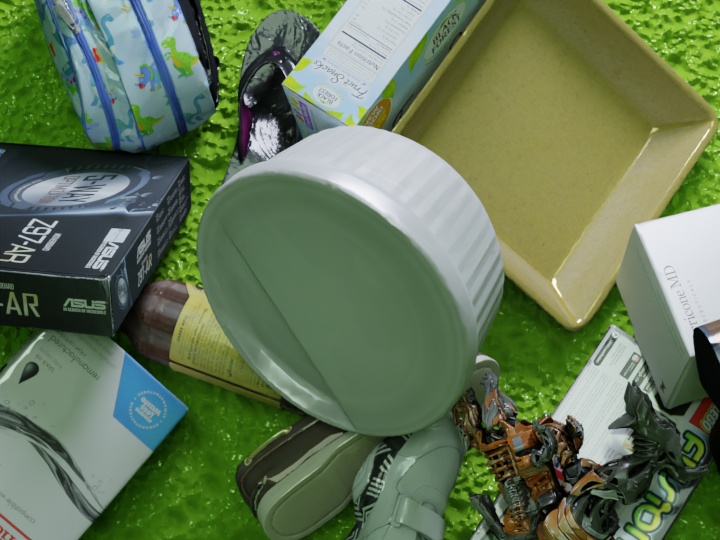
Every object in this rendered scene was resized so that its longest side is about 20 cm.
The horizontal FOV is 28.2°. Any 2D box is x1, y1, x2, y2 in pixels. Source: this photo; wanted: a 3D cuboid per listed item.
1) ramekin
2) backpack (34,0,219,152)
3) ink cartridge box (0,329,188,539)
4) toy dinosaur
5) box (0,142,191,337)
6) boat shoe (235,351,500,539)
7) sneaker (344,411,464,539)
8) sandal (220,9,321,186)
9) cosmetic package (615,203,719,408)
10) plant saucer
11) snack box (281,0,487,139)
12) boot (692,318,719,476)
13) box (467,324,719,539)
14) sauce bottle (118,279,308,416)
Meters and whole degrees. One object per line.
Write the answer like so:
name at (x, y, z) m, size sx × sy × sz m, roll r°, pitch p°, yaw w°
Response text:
ramekin at (0.000, 0.000, 0.919) m, size 0.201 × 0.203 × 0.094 m, roll 30°, pitch 46°, yaw 15°
backpack at (-0.178, -0.189, 1.069) m, size 0.153 × 0.163 × 0.201 m, roll -38°, pitch 93°, yaw -12°
ink cartridge box at (-0.228, 0.133, 0.989) m, size 0.116 × 0.068 × 0.200 m, roll 42°, pitch 80°, yaw -11°
toy dinosaur at (0.150, 0.142, 0.933) m, size 0.136 × 0.102 × 0.200 m, roll -43°, pitch 101°, yaw 6°
box at (-0.220, -0.028, 1.010) m, size 0.159 × 0.044 × 0.200 m, roll 5°, pitch 28°, yaw 8°
boat shoe at (0.005, 0.108, 0.995) m, size 0.199 × 0.072 × 0.060 m, roll -34°, pitch 45°, yaw -11°
sneaker at (0.034, 0.195, 0.938) m, size 0.115 × 0.075 × 0.201 m, roll 27°, pitch 81°, yaw 45°
sandal at (-0.065, -0.109, 1.082) m, size 0.075 × 0.048 × 0.202 m, roll 7°, pitch 73°, yaw 8°
cosmetic package at (0.286, 0.009, 0.968) m, size 0.198 × 0.085 × 0.108 m, roll -14°, pitch 62°, yaw -10°
plant saucer at (0.130, -0.092, 1.023) m, size 0.200 × 0.048 × 0.201 m, roll 40°, pitch 77°, yaw -16°
snack box at (0.038, -0.157, 1.024) m, size 0.067 × 0.169 × 0.201 m, roll 32°, pitch 77°, yaw 16°
boot at (0.276, 0.100, 0.908) m, size 0.096 × 0.201 × 0.075 m, roll -21°, pitch 39°, yaw -1°
box at (0.163, 0.150, 0.981) m, size 0.110 × 0.035 × 0.201 m, roll 33°, pitch 78°, yaw 15°
sauce bottle at (-0.117, 0.044, 1.030) m, size 0.198 × 0.065 × 0.065 m, roll 20°, pitch 75°, yaw 10°
